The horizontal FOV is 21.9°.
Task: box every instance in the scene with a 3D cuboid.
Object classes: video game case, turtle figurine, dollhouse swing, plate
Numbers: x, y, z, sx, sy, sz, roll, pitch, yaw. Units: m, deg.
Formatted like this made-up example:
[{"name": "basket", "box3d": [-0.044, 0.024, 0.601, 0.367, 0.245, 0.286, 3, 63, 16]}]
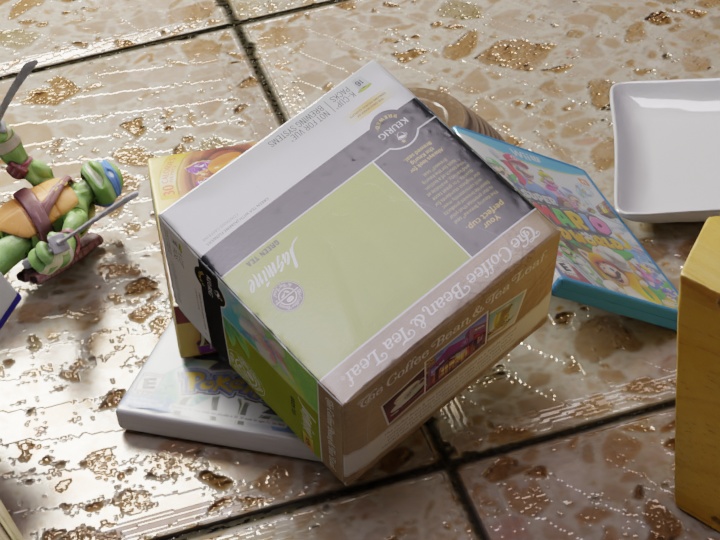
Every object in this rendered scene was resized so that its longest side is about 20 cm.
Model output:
[{"name": "video game case", "box3d": [-0.058, 0.067, 1.400, 0.199, 0.022, 0.183, 7, 39, 18]}, {"name": "turtle figurine", "box3d": [-0.286, -0.052, 1.468, 0.194, 0.144, 0.200, -36, 0, -7]}, {"name": "video game case", "box3d": [0.159, -0.033, 1.425, 0.143, 0.018, 0.200, 15, 29, -34]}, {"name": "dollhouse swing", "box3d": [0.296, 0.058, 1.210, 0.175, 0.201, 0.181, -33, 44, -31]}, {"name": "plate", "box3d": [0.308, -0.096, 1.546, 0.198, 0.032, 0.200, -2, 38, 7]}]

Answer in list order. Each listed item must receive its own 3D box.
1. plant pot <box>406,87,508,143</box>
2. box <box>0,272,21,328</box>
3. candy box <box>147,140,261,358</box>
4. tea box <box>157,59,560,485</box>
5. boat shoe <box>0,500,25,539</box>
[{"name": "plant pot", "box3d": [0.042, -0.084, 1.524, 0.200, 0.093, 0.201, -4, 38, 3]}, {"name": "box", "box3d": [-0.372, 0.066, 1.319, 0.199, 0.105, 0.184, -22, 27, 34]}, {"name": "candy box", "box3d": [-0.099, -0.021, 1.457, 0.116, 0.057, 0.200, -9, 37, -6]}, {"name": "tea box", "box3d": [0.000, 0.000, 1.297, 0.200, 0.134, 0.197, -37, 65, -19]}, {"name": "boat shoe", "box3d": [-0.265, 0.166, 1.269, 0.062, 0.074, 0.200, -12, 42, -20]}]
